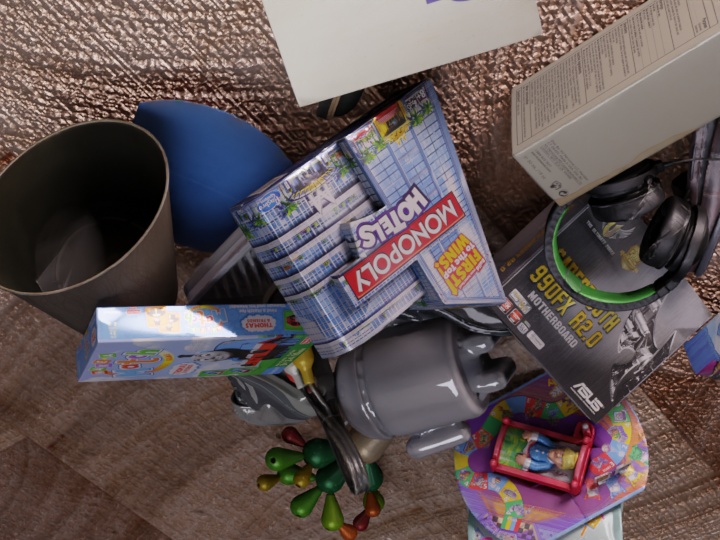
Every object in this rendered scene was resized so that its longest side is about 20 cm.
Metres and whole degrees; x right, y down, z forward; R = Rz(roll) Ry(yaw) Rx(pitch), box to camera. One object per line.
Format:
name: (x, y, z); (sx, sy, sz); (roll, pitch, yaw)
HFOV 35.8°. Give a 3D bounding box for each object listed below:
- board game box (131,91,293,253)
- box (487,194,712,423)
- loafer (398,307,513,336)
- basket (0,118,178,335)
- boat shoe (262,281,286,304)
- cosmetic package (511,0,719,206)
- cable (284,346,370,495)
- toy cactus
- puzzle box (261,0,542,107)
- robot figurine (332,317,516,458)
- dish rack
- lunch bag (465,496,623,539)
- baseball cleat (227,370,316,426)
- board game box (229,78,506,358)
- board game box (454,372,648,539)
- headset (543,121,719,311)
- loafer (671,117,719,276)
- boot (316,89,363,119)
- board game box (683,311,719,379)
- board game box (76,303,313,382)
board game box: (-0.143, -0.094, 1.041); (0.158, 0.039, 0.200); (23, 141, -11)
box: (0.219, 0.028, 1.053); (0.158, 0.048, 0.200); (-42, 120, 2)
loafer: (0.106, 0.014, 1.089); (0.200, 0.073, 0.072); (5, 128, 1)
basket: (-0.236, -0.017, 1.008); (0.136, 0.180, 0.200); (41, 165, 16)
boat shoe: (0.000, 0.000, 1.043); (0.200, 0.060, 0.072); (-31, 162, 12)
cosmetic package: (0.222, -0.149, 0.902); (0.200, 0.104, 0.073); (-29, 123, 31)
cable: (-0.047, 0.140, 1.133); (0.050, 0.200, 0.097); (-11, 159, -19)
toy cactus: (-0.019, 0.221, 1.288); (0.165, 0.102, 0.200); (-46, 122, 10)
puzzle box: (0.028, -0.212, 0.837); (0.200, 0.025, 0.133); (-15, 122, 5)
robot figurine: (0.057, 0.110, 1.152); (0.200, 0.113, 0.170); (-17, 92, 21)
dish rack: (-0.067, -0.025, 1.049); (0.172, 0.044, 0.200); (-5, 150, -48)
lunch bag: (0.200, 0.262, 1.216); (0.170, 0.200, 0.122); (-2, 132, 8)
baseball cleat: (-0.128, 0.116, 1.211); (0.200, 0.070, 0.106); (37, 126, -23)
board game box: (0.027, -0.024, 0.940); (0.200, 0.200, 0.062); (58, 152, -12)
board game box: (0.193, 0.185, 1.151); (0.200, 0.158, 0.039); (-28, 154, -1)
headset: (0.243, -0.046, 0.932); (0.123, 0.094, 0.200); (42, 111, -6)
loafer: (0.304, -0.088, 0.981); (0.063, 0.072, 0.200); (19, 128, 15)
boot: (0.055, -0.188, 0.910); (0.138, 0.078, 0.200); (17, 133, -15)
board game box: (0.450, 0.045, 1.061); (0.200, 0.043, 0.199); (12, 134, -25)
board game box: (-0.151, 0.067, 1.026); (0.200, 0.037, 0.151); (0, 162, -20)
